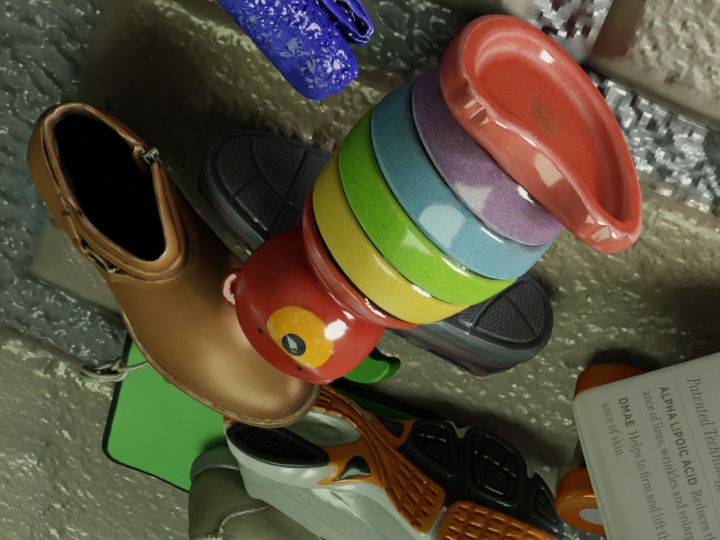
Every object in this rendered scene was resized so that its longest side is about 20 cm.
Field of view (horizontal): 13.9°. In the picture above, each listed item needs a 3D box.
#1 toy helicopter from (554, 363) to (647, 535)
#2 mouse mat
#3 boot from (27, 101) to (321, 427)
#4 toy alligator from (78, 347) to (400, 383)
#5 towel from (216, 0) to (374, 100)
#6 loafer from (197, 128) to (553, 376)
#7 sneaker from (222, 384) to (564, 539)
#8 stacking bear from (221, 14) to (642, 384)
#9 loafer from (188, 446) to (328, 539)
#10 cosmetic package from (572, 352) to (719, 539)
[{"bbox_3d":[0.168,0.132,1.586,0.132,0.079,0.200,11,151,3],"label":"toy helicopter"},{"bbox_3d":[-0.048,0.100,1.691,0.199,0.008,0.161,22,142,2],"label":"mouse mat"},{"bbox_3d":[-0.091,-0.005,1.469,0.200,0.077,0.155,54,173,1],"label":"boot"},{"bbox_3d":[-0.070,0.033,1.594,0.199,0.059,0.055,-1,94,29],"label":"toy alligator"},{"bbox_3d":[-0.074,-0.175,1.305,0.049,0.148,0.200,-38,118,6],"label":"towel"},{"bbox_3d":[0.000,0.000,1.506,0.199,0.072,0.063,28,146,-10],"label":"loafer"},{"bbox_3d":[0.020,0.124,1.632,0.199,0.076,0.092,24,152,14],"label":"sneaker"},{"bbox_3d":[0.021,-0.020,1.391,0.121,0.114,0.200,43,119,-17],"label":"stacking bear"},{"bbox_3d":[-0.032,0.186,1.722,0.200,0.070,0.075,41,139,-22],"label":"loafer"},{"bbox_3d":[0.225,0.141,1.422,0.199,0.165,0.165,-16,133,3],"label":"cosmetic package"}]
